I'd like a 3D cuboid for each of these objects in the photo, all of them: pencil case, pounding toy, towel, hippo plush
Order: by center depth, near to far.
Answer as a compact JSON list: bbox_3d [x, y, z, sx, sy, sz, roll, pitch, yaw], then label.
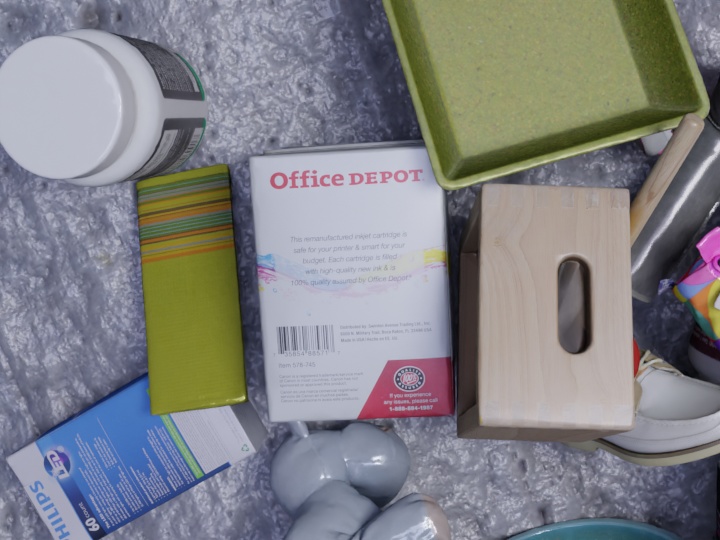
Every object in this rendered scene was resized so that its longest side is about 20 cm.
[{"bbox_3d":[0.297,0.059,0.720,0.088,0.088,0.201,-39,79,10],"label":"pencil case"},{"bbox_3d":[0.146,0.014,0.738,0.140,0.184,0.203,2,78,0],"label":"pounding toy"},{"bbox_3d":[-0.018,0.214,0.865,0.197,0.162,0.161,-10,126,-9],"label":"hippo plush"},{"bbox_3d":[-0.140,0.014,0.874,0.085,0.018,0.203,-9,76,10],"label":"towel"}]

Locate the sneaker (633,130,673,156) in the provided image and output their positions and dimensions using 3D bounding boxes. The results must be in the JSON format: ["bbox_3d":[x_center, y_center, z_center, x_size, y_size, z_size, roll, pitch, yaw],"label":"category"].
[{"bbox_3d":[0.158,-0.153,0.828,0.200,0.081,0.088,43,101,7],"label":"sneaker"}]

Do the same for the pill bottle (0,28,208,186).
[{"bbox_3d":[-0.192,-0.123,0.800,0.111,0.200,0.115,1,98,6],"label":"pill bottle"}]

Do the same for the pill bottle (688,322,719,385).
[{"bbox_3d":[0.323,0.038,0.817,0.113,0.114,0.203,16,100,3],"label":"pill bottle"}]

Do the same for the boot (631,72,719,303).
[{"bbox_3d":[0.246,-0.072,0.786,0.200,0.182,0.073,-48,65,8],"label":"boot"}]

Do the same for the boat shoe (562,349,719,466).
[{"bbox_3d":[0.210,0.100,0.804,0.074,0.199,0.069,-27,98,-30],"label":"boat shoe"}]

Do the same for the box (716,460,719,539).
[{"bbox_3d":[0.333,0.247,0.771,0.120,0.106,0.203,-6,110,5],"label":"box"}]

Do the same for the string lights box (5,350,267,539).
[{"bbox_3d":[-0.192,0.152,0.912,0.198,0.059,0.104,-29,94,9],"label":"string lights box"}]

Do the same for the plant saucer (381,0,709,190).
[{"bbox_3d":[0.121,-0.168,0.752,0.197,0.048,0.202,-15,79,-3],"label":"plant saucer"}]

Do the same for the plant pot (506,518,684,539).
[{"bbox_3d":[0.190,0.338,0.845,0.197,0.200,0.199,-10,106,7],"label":"plant pot"}]

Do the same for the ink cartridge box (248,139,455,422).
[{"bbox_3d":[0.000,0.000,0.827,0.143,0.145,0.203,-2,99,6],"label":"ink cartridge box"}]
